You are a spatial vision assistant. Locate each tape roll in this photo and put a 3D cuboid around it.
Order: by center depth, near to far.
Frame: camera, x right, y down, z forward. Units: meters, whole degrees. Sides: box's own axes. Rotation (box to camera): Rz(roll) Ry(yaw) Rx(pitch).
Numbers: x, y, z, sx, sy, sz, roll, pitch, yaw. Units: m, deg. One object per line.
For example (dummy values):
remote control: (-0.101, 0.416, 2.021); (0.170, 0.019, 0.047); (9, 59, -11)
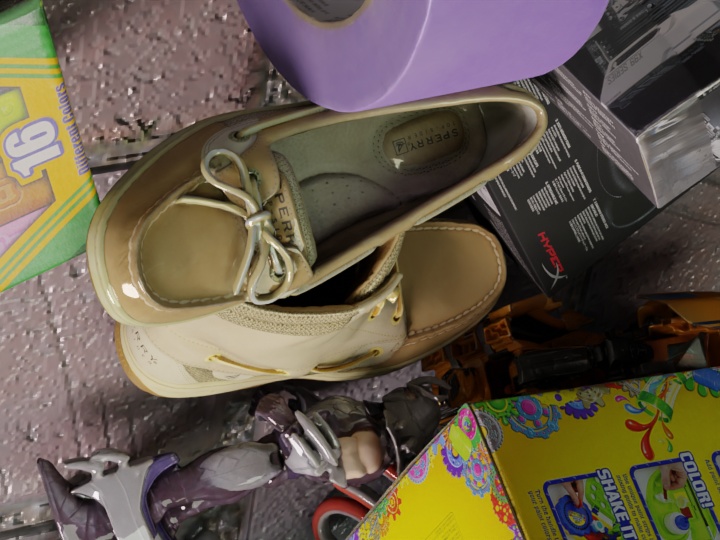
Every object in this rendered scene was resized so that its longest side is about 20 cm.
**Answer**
tape roll: (0.015, -0.166, 0.864); (0.084, 0.200, 0.201); (-12, 129, -27)

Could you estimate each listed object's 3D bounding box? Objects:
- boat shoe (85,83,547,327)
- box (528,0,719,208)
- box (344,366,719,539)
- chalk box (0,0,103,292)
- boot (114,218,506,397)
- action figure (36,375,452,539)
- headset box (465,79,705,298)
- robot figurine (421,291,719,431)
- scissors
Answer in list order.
boat shoe: (-0.016, -0.032, 0.894); (0.200, 0.063, 0.074); (-20, 102, -34)
box: (0.128, -0.139, 0.964); (0.157, 0.200, 0.050); (-34, 139, -6)
box: (0.107, 0.149, 1.072); (0.191, 0.123, 0.200); (-7, 151, -31)
chalk box: (-0.216, -0.045, 0.857); (0.199, 0.125, 0.124); (-26, 134, -14)
boot: (0.000, 0.000, 1.026); (0.198, 0.073, 0.155); (-9, 167, -23)
action figure: (-0.049, 0.090, 1.086); (0.198, 0.070, 0.130); (-20, 173, -4)
headset box: (0.126, -0.107, 1.077); (0.199, 0.075, 0.149); (-37, 136, -4)
robot figurine: (0.118, 0.045, 1.172); (0.199, 0.059, 0.145); (-3, 166, -37)
scissors: (0.057, 0.167, 1.185); (0.073, 0.199, 0.014); (-60, 169, 32)
